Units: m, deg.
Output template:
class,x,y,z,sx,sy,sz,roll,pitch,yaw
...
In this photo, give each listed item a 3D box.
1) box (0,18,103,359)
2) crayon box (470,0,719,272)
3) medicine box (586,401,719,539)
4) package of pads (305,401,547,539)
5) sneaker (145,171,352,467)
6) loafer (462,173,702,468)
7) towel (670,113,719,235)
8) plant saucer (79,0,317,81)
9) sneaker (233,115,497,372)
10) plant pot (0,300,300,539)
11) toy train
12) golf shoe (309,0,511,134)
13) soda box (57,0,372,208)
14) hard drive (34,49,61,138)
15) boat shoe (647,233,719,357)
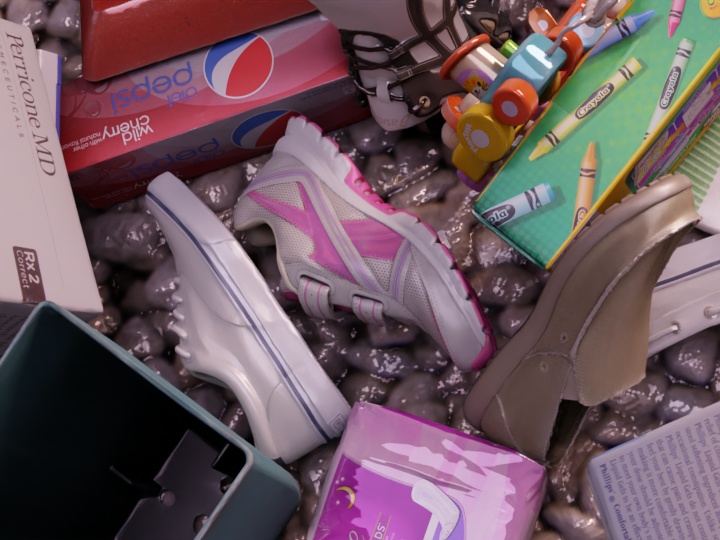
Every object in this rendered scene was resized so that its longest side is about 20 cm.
class,x,y,z,sx,sy,sz,roll,pitch,yaw
box,-0.279,-0.027,0.852,0.199,0.130,0.201,-31,67,29
crayon box,0.154,-0.088,0.824,0.058,0.119,0.201,39,96,17
medicine box,0.243,0.106,0.707,0.199,0.181,0.104,-29,67,28
package of pads,0.019,0.185,0.818,0.119,0.076,0.202,17,77,15
sneaker,-0.085,0.029,0.888,0.070,0.073,0.201,-35,70,-4
loafer,0.130,0.032,0.797,0.068,0.075,0.201,45,130,18
towel,0.251,-0.082,0.880,0.198,0.023,0.154,25,81,16
plant saucer,-0.097,-0.228,0.950,0.197,0.037,0.201,-17,50,6
sneaker,0.000,0.000,0.881,0.088,0.081,0.200,-45,62,-3
plant pot,-0.117,0.131,0.793,0.141,0.200,0.142,33,87,20
toy train,0.094,-0.121,0.830,0.055,0.200,0.151,37,90,5
golf shoe,0.022,-0.131,0.853,0.077,0.199,0.096,16,92,38
soda box,-0.097,-0.106,0.933,0.198,0.070,0.064,-19,71,5
hard drive,-0.241,-0.028,0.921,0.131,0.025,0.203,-6,81,35
boat shoe,0.220,0.020,0.819,0.200,0.074,0.087,-20,80,20
